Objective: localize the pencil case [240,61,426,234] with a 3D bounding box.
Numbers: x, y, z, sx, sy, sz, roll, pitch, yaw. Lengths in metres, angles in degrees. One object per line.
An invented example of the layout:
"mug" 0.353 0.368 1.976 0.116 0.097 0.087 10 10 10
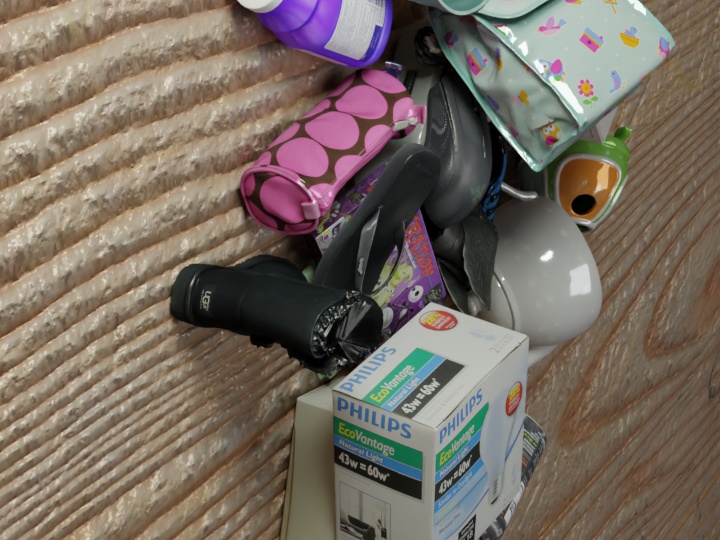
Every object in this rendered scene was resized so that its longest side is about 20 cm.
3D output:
"pencil case" -0.023 -0.112 1.343 0.200 0.093 0.091 -48 154 -38

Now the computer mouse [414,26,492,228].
"computer mouse" 0.102 -0.143 1.458 0.138 0.052 0.202 -1 93 -61

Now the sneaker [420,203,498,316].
"sneaker" 0.109 -0.057 1.574 0.104 0.060 0.201 39 43 -36

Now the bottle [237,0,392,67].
"bottle" -0.041 -0.235 1.278 0.200 0.065 0.084 4 100 -62

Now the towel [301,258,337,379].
"towel" 0.000 0.000 1.525 0.200 0.023 0.153 -51 144 -36

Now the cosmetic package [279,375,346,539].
"cosmetic package" -0.025 0.226 1.535 0.103 0.073 0.202 -18 118 -58

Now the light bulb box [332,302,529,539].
"light bulb box" 0.073 0.175 1.479 0.198 0.124 0.202 -38 137 -46

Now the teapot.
"teapot" 0.188 0.010 1.749 0.145 0.201 0.198 -24 155 -16

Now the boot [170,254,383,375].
"boot" -0.051 0.040 1.290 0.200 0.167 0.077 3 101 -63

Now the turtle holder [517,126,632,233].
"turtle holder" 0.255 -0.117 1.827 0.140 0.185 0.133 15 79 -39

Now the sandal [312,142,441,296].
"sandal" 0.016 -0.028 1.388 0.076 0.043 0.201 16 107 -48

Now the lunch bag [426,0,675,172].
"lunch bag" 0.178 -0.231 1.408 0.170 0.200 0.122 -37 175 -30

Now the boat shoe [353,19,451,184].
"boat shoe" 0.053 -0.158 1.490 0.064 0.070 0.201 47 60 -57

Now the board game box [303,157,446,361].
"board game box" 0.018 -0.007 1.461 0.120 0.032 0.201 -42 140 -18

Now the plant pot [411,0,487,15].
"plant pot" 0.048 -0.342 1.314 0.200 0.133 0.202 -30 127 -52

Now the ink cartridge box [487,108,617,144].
"ink cartridge box" 0.189 -0.238 1.567 0.146 0.199 0.084 -67 154 -15

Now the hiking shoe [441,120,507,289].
"hiking shoe" 0.122 -0.076 1.643 0.087 0.074 0.202 74 25 -79

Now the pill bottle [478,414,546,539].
"pill bottle" 0.157 0.280 1.869 0.201 0.106 0.107 -58 148 -28
